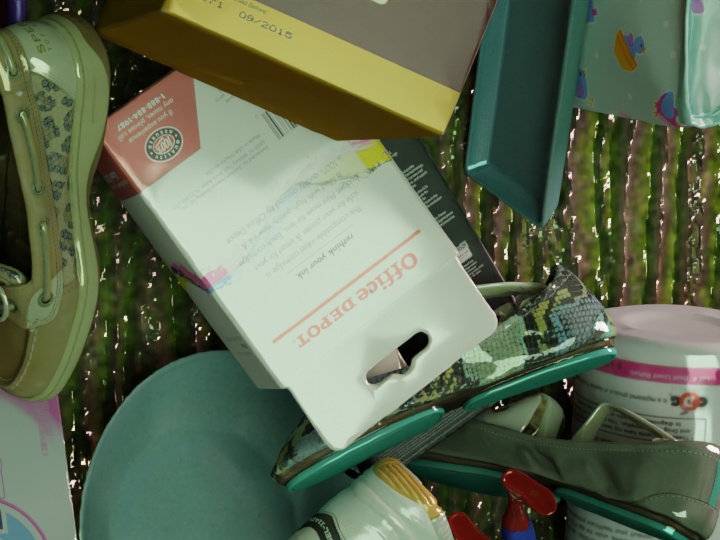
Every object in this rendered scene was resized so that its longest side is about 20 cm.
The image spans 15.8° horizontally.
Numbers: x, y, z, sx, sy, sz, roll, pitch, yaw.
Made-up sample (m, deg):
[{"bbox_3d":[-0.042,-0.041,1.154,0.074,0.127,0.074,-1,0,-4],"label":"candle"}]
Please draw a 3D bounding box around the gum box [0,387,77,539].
[{"bbox_3d":[-0.202,0.149,1.295,0.113,0.066,0.200,-2,68,-21],"label":"gum box"}]

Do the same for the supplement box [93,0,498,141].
[{"bbox_3d":[-0.009,-0.176,1.170,0.133,0.197,0.200,23,87,-14],"label":"supplement box"}]

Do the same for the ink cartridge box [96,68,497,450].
[{"bbox_3d":[-0.035,-0.020,1.301,0.116,0.067,0.200,-36,97,-13],"label":"ink cartridge box"}]

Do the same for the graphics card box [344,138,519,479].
[{"bbox_3d":[0.000,0.000,1.382,0.125,0.051,0.200,-36,104,-14],"label":"graphics card box"}]

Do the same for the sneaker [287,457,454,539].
[{"bbox_3d":[0.012,0.189,1.376,0.088,0.076,0.200,-33,128,-16],"label":"sneaker"}]

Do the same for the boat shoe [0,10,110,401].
[{"bbox_3d":[-0.168,-0.027,1.253,0.063,0.073,0.200,-14,119,-42],"label":"boat shoe"}]

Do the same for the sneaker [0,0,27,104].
[{"bbox_3d":[-0.209,-0.078,1.280,0.081,0.083,0.200,8,99,-22],"label":"sneaker"}]

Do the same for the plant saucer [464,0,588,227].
[{"bbox_3d":[0.092,-0.123,1.359,0.019,0.070,0.200,-16,128,-32],"label":"plant saucer"}]

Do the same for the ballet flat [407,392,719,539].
[{"bbox_3d":[0.110,0.099,1.394,0.067,0.200,0.064,33,73,-50],"label":"ballet flat"}]

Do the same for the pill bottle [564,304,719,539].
[{"bbox_3d":[0.172,0.126,1.450,0.113,0.113,0.200,-1,101,-20],"label":"pill bottle"}]

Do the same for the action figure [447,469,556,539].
[{"bbox_3d":[0.084,0.180,1.416,0.065,0.052,0.200,-42,155,-17],"label":"action figure"}]

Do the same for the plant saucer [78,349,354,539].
[{"bbox_3d":[-0.075,0.143,1.376,0.201,0.039,0.201,9,76,-39],"label":"plant saucer"}]

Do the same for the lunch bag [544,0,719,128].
[{"bbox_3d":[0.164,-0.181,1.350,0.122,0.170,0.200,-6,103,-27],"label":"lunch bag"}]

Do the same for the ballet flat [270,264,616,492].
[{"bbox_3d":[0.035,0.051,1.346,0.200,0.074,0.074,-21,108,-18],"label":"ballet flat"}]
